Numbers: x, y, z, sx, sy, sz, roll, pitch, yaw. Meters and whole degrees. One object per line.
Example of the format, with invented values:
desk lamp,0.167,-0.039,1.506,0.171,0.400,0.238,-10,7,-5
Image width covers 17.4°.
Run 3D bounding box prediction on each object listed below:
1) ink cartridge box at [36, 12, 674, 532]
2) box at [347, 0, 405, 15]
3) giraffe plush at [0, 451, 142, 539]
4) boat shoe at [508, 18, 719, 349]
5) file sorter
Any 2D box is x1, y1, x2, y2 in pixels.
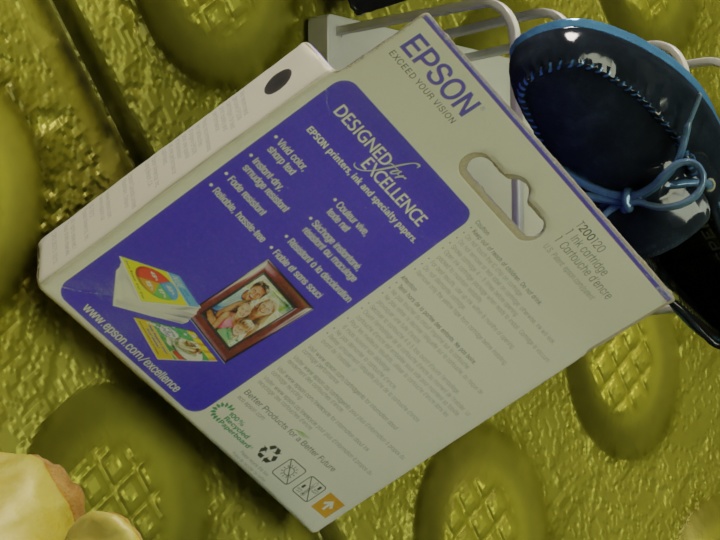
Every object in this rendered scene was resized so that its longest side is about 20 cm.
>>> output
ink cartridge box,0.000,0.000,0.998,0.198,0.199,0.044,46,18,-35
box,0.035,-0.257,1.120,0.183,0.104,0.200,56,47,-21
giraffe plush,-0.127,0.149,0.843,0.200,0.162,0.174,-20,101,-49
boat shoe,0.136,-0.035,1.042,0.200,0.084,0.069,38,46,-36
file sorter,0.085,-0.049,1.146,0.199,0.124,0.140,7,79,-48
